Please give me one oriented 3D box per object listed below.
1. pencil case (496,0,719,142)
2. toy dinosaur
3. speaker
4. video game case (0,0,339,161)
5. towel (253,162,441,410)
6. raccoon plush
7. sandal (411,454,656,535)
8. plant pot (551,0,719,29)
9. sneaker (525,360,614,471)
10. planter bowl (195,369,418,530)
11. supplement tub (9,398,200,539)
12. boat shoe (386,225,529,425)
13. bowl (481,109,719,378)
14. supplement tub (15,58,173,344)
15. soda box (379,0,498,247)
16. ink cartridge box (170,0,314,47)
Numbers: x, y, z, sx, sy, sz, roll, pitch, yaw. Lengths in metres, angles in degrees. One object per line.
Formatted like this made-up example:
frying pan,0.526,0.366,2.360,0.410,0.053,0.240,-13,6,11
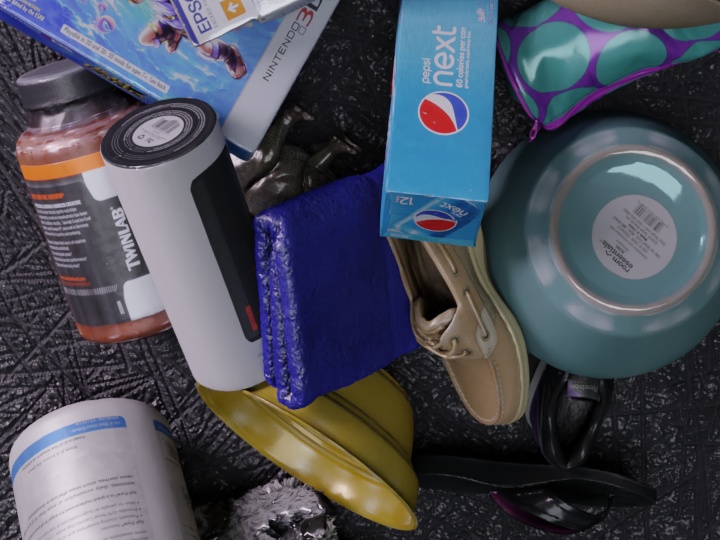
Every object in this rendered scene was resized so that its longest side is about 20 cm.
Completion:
pencil case,0.197,-0.168,0.949,0.199,0.085,0.093,-20,86,9
toy dinosaur,-0.065,-0.075,0.993,0.200,0.077,0.102,34,101,-14
speaker,-0.108,-0.013,0.921,0.081,0.081,0.200,-12,127,5
video game case,-0.118,-0.204,0.924,0.200,0.045,0.182,30,81,-10
towel,0.000,0.000,0.970,0.049,0.200,0.148,8,112,39
raccoon plush,-0.072,0.235,1.123,0.200,0.097,0.134,20,151,34
sandal,0.136,0.185,1.086,0.200,0.075,0.048,4,69,6
plant pot,0.168,-0.235,0.850,0.200,0.200,0.134,48,146,-15
sneaker,0.176,0.058,1.031,0.075,0.088,0.201,5,110,-1
planter bowl,-0.021,0.110,1.034,0.200,0.200,0.084,39,70,-12
supplement tub,-0.187,0.211,1.021,0.132,0.200,0.132,-14,146,-10
boat shoe,0.063,0.031,0.966,0.071,0.064,0.201,0,118,48
bowl,0.184,-0.025,0.954,0.200,0.105,0.202,0,85,1
supplement tub,-0.186,-0.054,0.986,0.107,0.107,0.201,-13,110,6
soda box,0.055,-0.121,0.915,0.068,0.201,0.064,6,153,-1
ink cartridge box,-0.061,-0.275,0.885,0.199,0.041,0.200,-25,93,4
